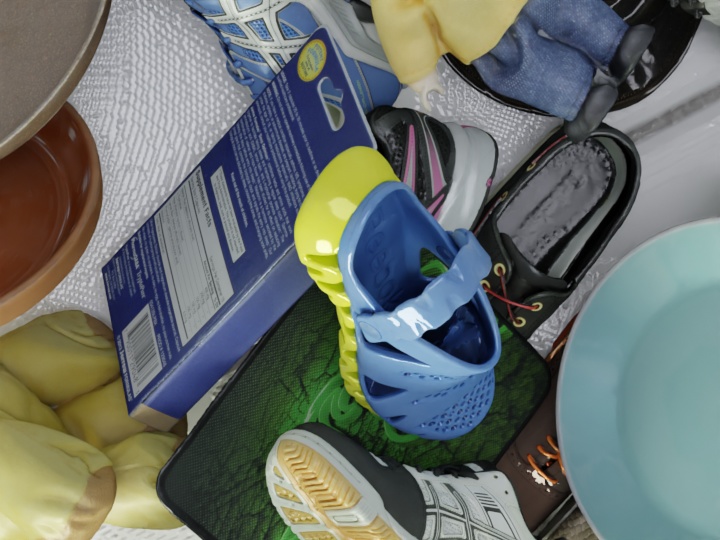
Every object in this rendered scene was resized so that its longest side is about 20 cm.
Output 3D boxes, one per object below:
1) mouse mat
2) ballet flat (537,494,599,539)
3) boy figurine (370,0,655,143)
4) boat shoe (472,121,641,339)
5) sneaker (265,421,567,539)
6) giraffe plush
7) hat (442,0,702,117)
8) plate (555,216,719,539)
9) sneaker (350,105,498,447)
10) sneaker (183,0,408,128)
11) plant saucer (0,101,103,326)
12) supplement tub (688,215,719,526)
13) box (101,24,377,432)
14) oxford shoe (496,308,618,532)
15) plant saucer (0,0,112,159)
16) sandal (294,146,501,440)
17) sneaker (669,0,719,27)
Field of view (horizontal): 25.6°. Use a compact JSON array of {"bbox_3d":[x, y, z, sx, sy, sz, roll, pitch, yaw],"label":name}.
[{"bbox_3d":[0.003,0.085,0.848,0.161,0.008,0.201,43,75,-23],"label":"mouse mat"},{"bbox_3d":[0.103,0.193,0.923,0.046,0.067,0.201,37,95,12],"label":"ballet flat"},{"bbox_3d":[0.051,-0.144,0.833,0.199,0.064,0.125,31,81,-3],"label":"boy figurine"},{"bbox_3d":[0.086,-0.002,0.915,0.073,0.063,0.202,38,91,-9],"label":"boat shoe"},{"bbox_3d":[0.033,0.128,0.833,0.200,0.075,0.088,43,62,-28],"label":"sneaker"},{"bbox_3d":[-0.201,0.128,0.857,0.198,0.173,0.163,10,118,-31],"label":"giraffe plush"},{"bbox_3d":[0.126,-0.188,0.896,0.198,0.081,0.203,0,93,-5],"label":"hat"},{"bbox_3d":[0.192,0.074,0.828,0.199,0.025,0.203,-5,82,39],"label":"plate"},{"bbox_3d":[0.000,0.000,0.891,0.086,0.080,0.202,23,79,-26],"label":"sneaker"},{"bbox_3d":[-0.053,-0.135,0.866,0.199,0.076,0.077,28,100,-26],"label":"sneaker"},{"bbox_3d":[-0.235,-0.033,0.839,0.198,0.202,0.033,-9,138,-5],"label":"plant saucer"},{"bbox_3d":[0.251,0.048,0.891,0.143,0.145,0.202,10,93,-6],"label":"supplement tub"},{"bbox_3d":[-0.061,-0.023,0.837,0.032,0.122,0.200,27,118,-35],"label":"box"},{"bbox_3d":[0.110,0.094,0.916,0.071,0.073,0.201,35,90,-6],"label":"oxford shoe"},{"bbox_3d":[-0.207,-0.125,0.836,0.198,0.032,0.202,-13,58,22],"label":"plant saucer"},{"bbox_3d":[0.033,0.030,0.777,0.087,0.200,0.080,30,72,33],"label":"sandal"},{"bbox_3d":[0.214,-0.179,0.877,0.066,0.199,0.091,6,77,38],"label":"sneaker"}]
